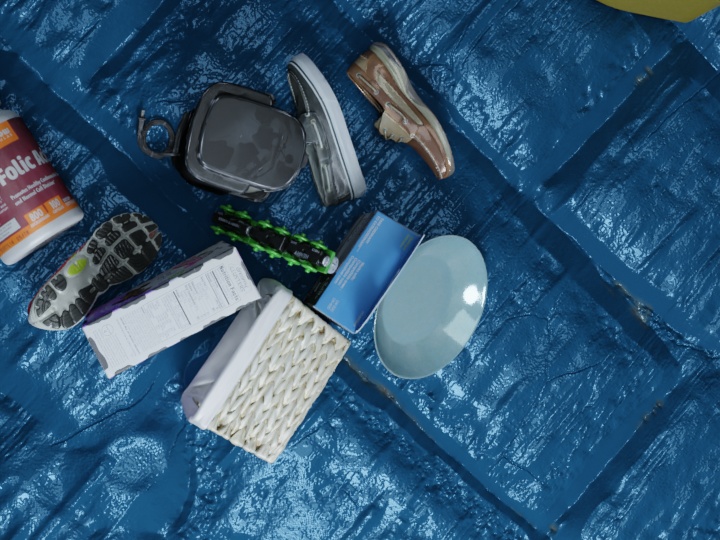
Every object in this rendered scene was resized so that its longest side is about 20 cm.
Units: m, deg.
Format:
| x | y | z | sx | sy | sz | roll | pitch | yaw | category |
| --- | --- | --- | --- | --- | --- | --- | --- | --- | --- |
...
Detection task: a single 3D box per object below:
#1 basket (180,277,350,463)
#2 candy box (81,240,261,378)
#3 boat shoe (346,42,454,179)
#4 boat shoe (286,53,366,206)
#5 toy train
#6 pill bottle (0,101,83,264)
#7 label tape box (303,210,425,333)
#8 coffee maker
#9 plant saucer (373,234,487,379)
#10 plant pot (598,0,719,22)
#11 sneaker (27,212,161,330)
| x | y | z | sx | sy | sz | roll | pitch | yaw | category |
| --- | --- | --- | --- | --- | --- | --- | --- | --- | --- |
| -0.119 | 0.127 | 1.293 | 0.123 | 0.135 | 0.201 | 36 | 85 | -15 | basket |
| -0.231 | 0.042 | 1.246 | 0.199 | 0.168 | 0.072 | -29 | 99 | -10 | candy box |
| 0.052 | -0.201 | 1.349 | 0.071 | 0.076 | 0.201 | -33 | 89 | -5 | boat shoe |
| -0.058 | -0.178 | 1.323 | 0.070 | 0.072 | 0.201 | -26 | 99 | -14 | boat shoe |
| -0.107 | -0.036 | 1.272 | 0.056 | 0.199 | 0.042 | 32 | 82 | -55 | toy train |
| -0.433 | -0.119 | 1.226 | 0.114 | 0.114 | 0.201 | -34 | 99 | -9 | pill bottle |
| 0.000 | 0.000 | 1.276 | 0.066 | 0.200 | 0.144 | 34 | 85 | -6 | label tape box |
| -0.171 | -0.148 | 1.236 | 0.190 | 0.200 | 0.136 | -7 | 93 | -11 | coffee maker |
| 0.084 | 0.043 | 1.348 | 0.200 | 0.039 | 0.203 | -20 | 122 | -34 | plant saucer |
| 0.378 | -0.450 | 1.349 | 0.198 | 0.195 | 0.196 | 3 | 91 | -5 | plant pot |
| -0.337 | -0.003 | 1.272 | 0.200 | 0.085 | 0.077 | -42 | 108 | -29 | sneaker |
